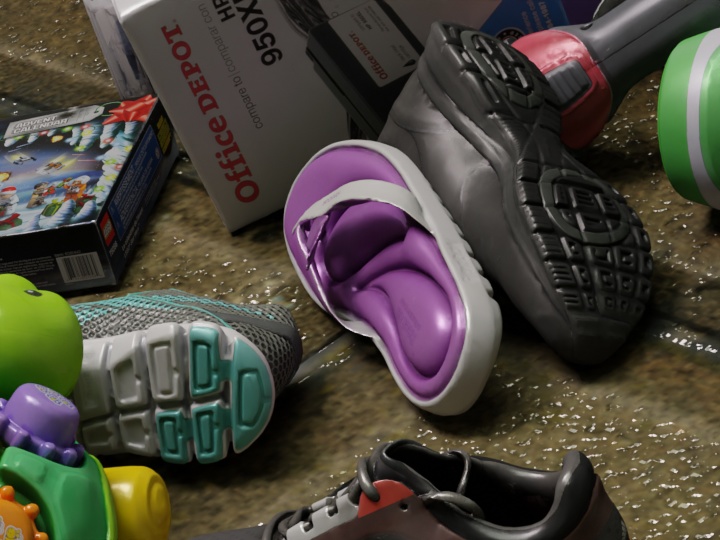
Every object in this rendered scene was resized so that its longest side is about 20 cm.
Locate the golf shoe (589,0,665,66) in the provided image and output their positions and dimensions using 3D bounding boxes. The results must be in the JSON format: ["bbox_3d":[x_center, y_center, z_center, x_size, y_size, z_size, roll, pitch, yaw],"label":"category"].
[{"bbox_3d":[0.193,-0.117,1.332,0.092,0.073,0.200,-43,29,-17],"label":"golf shoe"}]

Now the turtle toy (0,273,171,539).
[{"bbox_3d":[-0.157,0.087,1.095,0.145,0.102,0.201,-7,36,17],"label":"turtle toy"}]

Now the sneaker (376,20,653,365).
[{"bbox_3d":[0.064,-0.021,1.225,0.076,0.091,0.201,18,32,-33],"label":"sneaker"}]

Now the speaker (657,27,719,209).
[{"bbox_3d":[0.234,-0.068,1.194,0.199,0.089,0.089,1,33,29],"label":"speaker"}]

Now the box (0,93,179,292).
[{"bbox_3d":[-0.204,-0.030,1.409,0.199,0.040,0.137,-8,28,16],"label":"box"}]

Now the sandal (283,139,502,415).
[{"bbox_3d":[0.003,-0.007,1.206,0.050,0.083,0.203,15,15,-30],"label":"sandal"}]

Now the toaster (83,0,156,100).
[{"bbox_3d":[-0.087,-0.163,1.510,0.128,0.114,0.200,-21,30,-1],"label":"toaster"}]

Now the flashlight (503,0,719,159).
[{"bbox_3d":[0.144,-0.118,1.284,0.199,0.068,0.068,-33,49,18],"label":"flashlight"}]

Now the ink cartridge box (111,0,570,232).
[{"bbox_3d":[-0.011,-0.130,1.341,0.199,0.145,0.084,-25,37,1],"label":"ink cartridge box"}]

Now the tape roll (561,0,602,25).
[{"bbox_3d":[0.081,-0.195,1.505,0.199,0.085,0.200,-12,28,7],"label":"tape roll"}]

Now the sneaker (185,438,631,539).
[{"bbox_3d":[0.006,0.095,1.028,0.199,0.082,0.077,-7,30,17],"label":"sneaker"}]

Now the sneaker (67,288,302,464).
[{"bbox_3d":[-0.113,0.045,1.214,0.199,0.078,0.091,2,18,25],"label":"sneaker"}]
